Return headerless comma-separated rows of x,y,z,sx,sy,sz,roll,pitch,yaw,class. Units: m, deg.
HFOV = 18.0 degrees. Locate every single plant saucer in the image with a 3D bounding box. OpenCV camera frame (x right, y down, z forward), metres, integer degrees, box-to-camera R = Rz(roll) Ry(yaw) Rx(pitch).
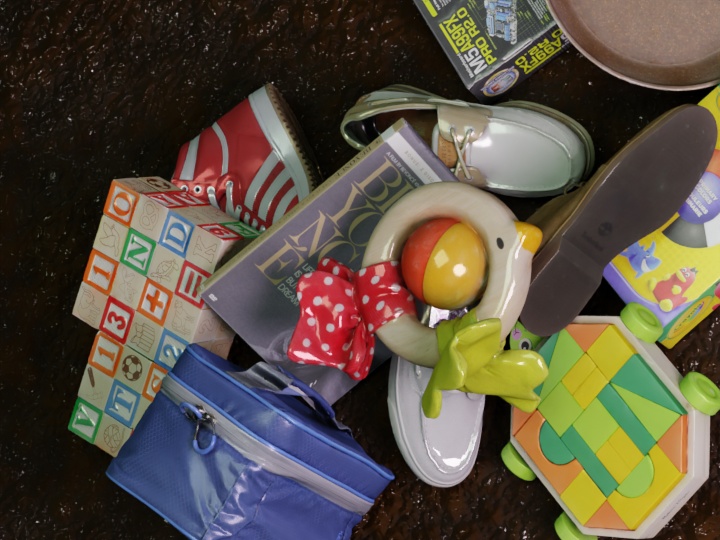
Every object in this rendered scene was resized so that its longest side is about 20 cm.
0.224,-0.226,1.669,0.199,0.037,0.202,1,79,-5,plant saucer

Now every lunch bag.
-0.077,0.136,1.643,0.135,0.200,0.133,32,87,33,lunch bag

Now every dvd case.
0.000,0.000,1.686,0.200,0.149,0.016,-39,31,9,dvd case

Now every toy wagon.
0.161,0.095,1.612,0.155,0.039,0.200,-51,60,24,toy wagon

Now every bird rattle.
0.050,0.018,1.585,0.199,0.112,0.164,27,94,42,bird rattle

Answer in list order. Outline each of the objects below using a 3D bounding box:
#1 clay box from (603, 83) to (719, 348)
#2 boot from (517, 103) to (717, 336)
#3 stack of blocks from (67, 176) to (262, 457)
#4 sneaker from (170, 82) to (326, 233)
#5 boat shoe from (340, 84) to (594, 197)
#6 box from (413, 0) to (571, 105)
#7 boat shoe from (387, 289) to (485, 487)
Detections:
0.257,-0.054,1.631,0.200,0.048,0.115,-43,63,10,clay box
0.167,-0.049,1.612,0.200,0.074,0.075,-46,35,1,boot
-0.160,0.042,1.750,0.115,0.058,0.201,27,108,28,stack of blocks
-0.078,-0.040,1.767,0.112,0.071,0.201,-30,57,10,sneaker
0.077,-0.091,1.701,0.199,0.068,0.075,11,112,33,boat shoe
0.108,-0.253,1.761,0.160,0.044,0.201,-36,63,12,box
0.066,0.059,1.645,0.071,0.068,0.202,5,92,-18,boat shoe
